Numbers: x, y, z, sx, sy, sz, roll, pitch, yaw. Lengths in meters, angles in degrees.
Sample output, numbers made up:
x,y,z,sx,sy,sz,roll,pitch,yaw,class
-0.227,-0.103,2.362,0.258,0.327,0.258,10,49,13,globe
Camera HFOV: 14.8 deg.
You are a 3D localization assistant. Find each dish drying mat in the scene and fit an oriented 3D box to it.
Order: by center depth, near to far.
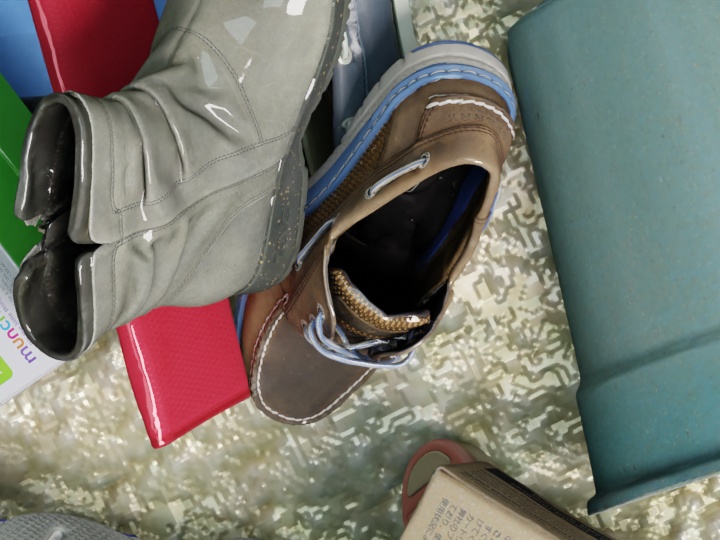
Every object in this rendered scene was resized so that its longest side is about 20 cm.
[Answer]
x,y,z,sx,sy,sz,roll,pitch,yaw,class
-0.091,-0.034,1.127,0.018,0.077,0.201,-9,100,29,dish drying mat

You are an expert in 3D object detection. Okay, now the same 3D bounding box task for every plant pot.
x,y,z,sx,sy,sz,roll,pitch,yaw,class
0.154,-0.025,1.102,0.200,0.200,0.197,-19,84,5,plant pot

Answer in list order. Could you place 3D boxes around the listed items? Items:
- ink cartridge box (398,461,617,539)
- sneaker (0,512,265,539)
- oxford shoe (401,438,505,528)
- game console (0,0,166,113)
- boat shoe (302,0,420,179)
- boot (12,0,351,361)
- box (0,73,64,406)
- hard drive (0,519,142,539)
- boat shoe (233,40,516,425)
x,y,z,sx,sy,sz,roll,pitch,yaw,class
0.062,0.201,1.099,0.164,0.075,0.200,30,97,17,ink cartridge box
-0.073,0.157,1.166,0.200,0.070,0.080,12,116,-23,sneaker
0.086,0.157,1.180,0.071,0.074,0.200,-39,75,44,oxford shoe
-0.153,-0.148,1.149,0.199,0.171,0.119,-4,66,4,game console
-0.023,-0.116,1.133,0.062,0.075,0.201,-29,121,-22,boat shoe
-0.071,-0.068,1.048,0.068,0.130,0.201,17,110,33,boot
-0.221,-0.016,1.137,0.176,0.097,0.200,-35,96,24,box
-0.191,0.163,1.145,0.200,0.025,0.132,11,102,-37,hard drive
0.000,0.000,1.125,0.072,0.073,0.200,15,129,-16,boat shoe
